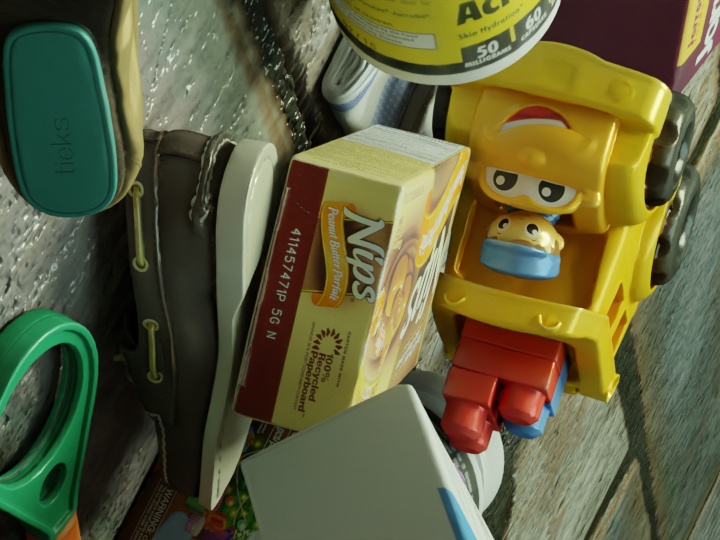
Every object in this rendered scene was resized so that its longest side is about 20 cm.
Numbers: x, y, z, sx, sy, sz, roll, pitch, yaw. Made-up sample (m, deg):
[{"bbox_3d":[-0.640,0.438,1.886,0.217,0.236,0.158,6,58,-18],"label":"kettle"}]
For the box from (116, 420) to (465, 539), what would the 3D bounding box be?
[{"bbox_3d":[-0.054,0.157,1.063,0.201,0.136,0.039,-64,161,-12],"label":"box"}]

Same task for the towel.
[{"bbox_3d":[0.039,-0.120,1.176,0.148,0.024,0.200,-63,161,-9],"label":"towel"}]

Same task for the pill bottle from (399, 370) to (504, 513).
[{"bbox_3d":[-0.001,0.131,1.211,0.200,0.113,0.115,-32,141,-59],"label":"pill bottle"}]

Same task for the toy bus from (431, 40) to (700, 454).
[{"bbox_3d":[0.090,-0.003,1.182,0.200,0.135,0.193,70,39,-66],"label":"toy bus"}]

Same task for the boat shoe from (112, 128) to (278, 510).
[{"bbox_3d":[-0.075,0.022,0.973,0.072,0.059,0.201,-70,170,-47],"label":"boat shoe"}]

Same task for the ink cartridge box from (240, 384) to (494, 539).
[{"bbox_3d":[0.036,0.172,0.940,0.084,0.145,0.200,-26,130,5],"label":"ink cartridge box"}]

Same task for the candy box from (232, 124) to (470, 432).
[{"bbox_3d":[0.000,0.000,1.033,0.200,0.055,0.116,-37,142,-77],"label":"candy box"}]

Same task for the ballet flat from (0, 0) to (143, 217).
[{"bbox_3d":[-0.106,-0.105,0.763,0.201,0.068,0.063,96,-3,-46],"label":"ballet flat"}]

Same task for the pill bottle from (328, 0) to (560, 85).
[{"bbox_3d":[0.027,-0.174,0.945,0.112,0.111,0.200,-60,159,-20],"label":"pill bottle"}]

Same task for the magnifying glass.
[{"bbox_3d":[-0.135,0.093,0.953,0.080,0.022,0.201,-54,155,-35],"label":"magnifying glass"}]

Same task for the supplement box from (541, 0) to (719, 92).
[{"bbox_3d":[0.191,-0.215,1.360,0.200,0.103,0.131,-50,155,-40],"label":"supplement box"}]
